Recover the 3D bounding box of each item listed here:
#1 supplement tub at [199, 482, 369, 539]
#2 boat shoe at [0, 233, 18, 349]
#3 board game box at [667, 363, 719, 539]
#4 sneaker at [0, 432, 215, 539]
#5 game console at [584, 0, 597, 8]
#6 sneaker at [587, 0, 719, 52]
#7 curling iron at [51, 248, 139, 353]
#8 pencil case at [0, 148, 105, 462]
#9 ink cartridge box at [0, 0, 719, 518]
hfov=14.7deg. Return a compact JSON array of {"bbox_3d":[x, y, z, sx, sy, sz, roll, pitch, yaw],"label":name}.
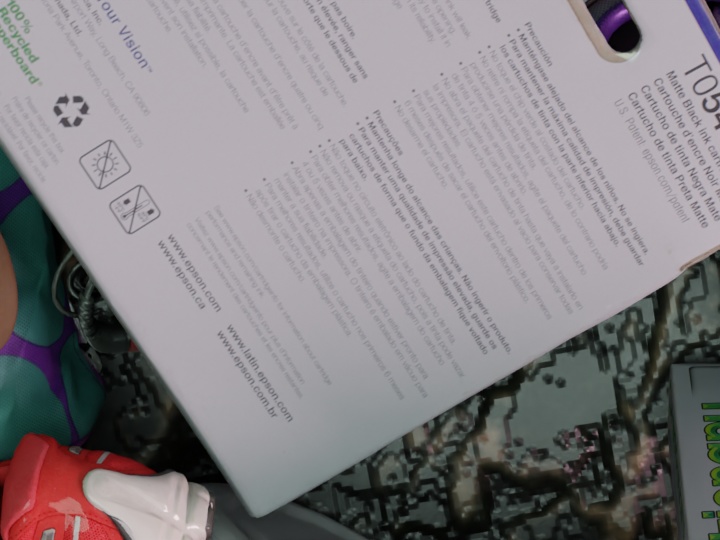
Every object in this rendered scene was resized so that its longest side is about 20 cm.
[{"bbox_3d":[-0.053,0.181,0.912,0.122,0.123,0.200,30,99,-1],"label":"supplement tub"},{"bbox_3d":[-0.200,0.021,0.856,0.200,0.076,0.072,-21,86,36],"label":"boat shoe"},{"bbox_3d":[0.161,0.089,0.849,0.126,0.200,0.035,-1,116,3],"label":"board game box"},{"bbox_3d":[-0.121,0.093,0.883,0.085,0.200,0.077,27,56,-21],"label":"sneaker"},{"bbox_3d":[-0.005,-0.142,0.828,0.200,0.172,0.119,-38,57,5],"label":"game console"},{"bbox_3d":[0.141,-0.076,0.884,0.200,0.088,0.081,-17,95,4],"label":"sneaker"},{"bbox_3d":[0.000,0.000,0.901,0.199,0.026,0.050,-2,123,-18],"label":"curling iron"},{"bbox_3d":[-0.134,-0.038,0.906,0.092,0.085,0.201,-9,98,-32],"label":"pencil case"},{"bbox_3d":[0.002,-0.054,0.829,0.200,0.041,0.200,-29,112,6],"label":"ink cartridge box"}]
